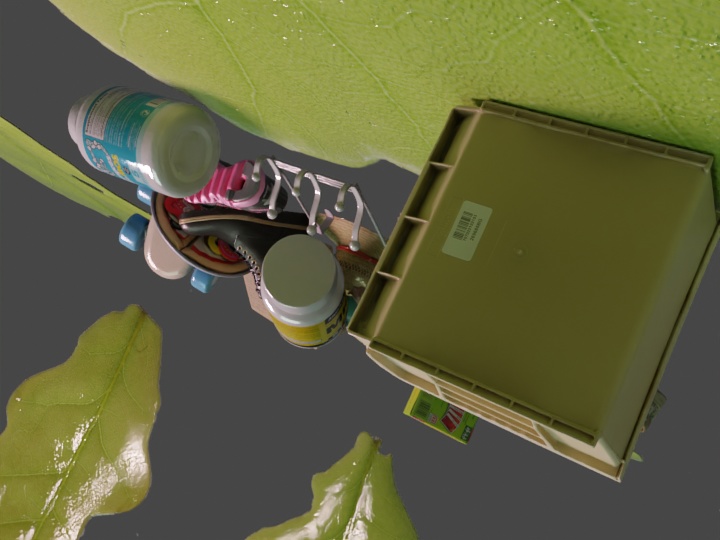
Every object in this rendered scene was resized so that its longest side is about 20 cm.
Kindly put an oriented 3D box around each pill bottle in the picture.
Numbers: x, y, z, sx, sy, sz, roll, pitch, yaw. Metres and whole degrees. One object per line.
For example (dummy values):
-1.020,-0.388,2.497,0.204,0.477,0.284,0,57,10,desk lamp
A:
-0.075,0.030,1.157,0.113,0.116,0.200,25,165,8,pill bottle
-0.274,-0.165,1.061,0.198,0.112,0.111,20,169,35,pill bottle

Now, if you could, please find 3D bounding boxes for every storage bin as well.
0.121,0.005,0.603,0.196,0.202,0.094,21,169,30,storage bin

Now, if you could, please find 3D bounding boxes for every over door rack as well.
-0.038,-0.065,1.097,0.146,0.067,0.200,22,170,30,over door rack

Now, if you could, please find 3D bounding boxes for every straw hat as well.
0.000,0.000,1.288,0.199,0.086,0.201,26,172,4,straw hat

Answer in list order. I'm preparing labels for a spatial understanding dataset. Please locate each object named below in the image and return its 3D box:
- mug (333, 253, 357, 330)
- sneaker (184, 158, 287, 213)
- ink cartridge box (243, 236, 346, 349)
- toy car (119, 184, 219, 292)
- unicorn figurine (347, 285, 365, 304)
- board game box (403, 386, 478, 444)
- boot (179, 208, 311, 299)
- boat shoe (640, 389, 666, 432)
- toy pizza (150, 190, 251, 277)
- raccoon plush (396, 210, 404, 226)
0.021,0.059,1.465,0.183,0.116,0.152,22,170,24,mug
-0.178,-0.117,1.219,0.198,0.080,0.095,20,-179,44,sneaker
-0.119,0.015,1.437,0.199,0.075,0.167,27,136,45,ink cartridge box
-0.300,-0.088,1.566,0.182,0.179,0.200,29,-160,3,toy car
0.082,0.060,1.199,0.196,0.075,0.137,2,176,-5,unicorn figurine
0.154,0.148,1.315,0.100,0.202,0.048,27,171,-7,board game box
-0.166,-0.019,1.260,0.196,0.141,0.077,2,-178,-15,boot
0.387,0.180,1.276,0.199,0.063,0.073,33,169,-33,boat shoe
-0.228,-0.079,1.320,0.199,0.202,0.032,30,128,-23,toy pizza
0.092,-0.016,1.068,0.134,0.096,0.202,37,155,61,raccoon plush
